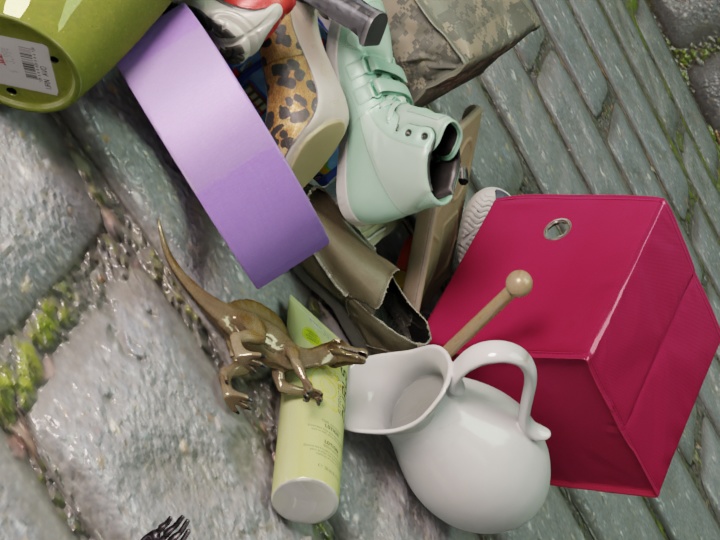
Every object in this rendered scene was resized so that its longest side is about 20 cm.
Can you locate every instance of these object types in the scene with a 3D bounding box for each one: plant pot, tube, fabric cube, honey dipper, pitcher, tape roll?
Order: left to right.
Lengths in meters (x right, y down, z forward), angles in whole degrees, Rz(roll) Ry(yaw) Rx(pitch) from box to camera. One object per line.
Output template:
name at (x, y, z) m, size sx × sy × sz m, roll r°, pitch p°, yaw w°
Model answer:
plant pot at (-0.194, -0.211, 0.918) m, size 0.187 × 0.186 × 0.201 m, roll 45°, pitch 47°, yaw -38°
tape roll at (-0.100, -0.088, 1.006) m, size 0.201 × 0.065 × 0.200 m, roll 59°, pitch -2°, yaw 4°
tube at (-0.037, 0.105, 1.094) m, size 0.201 × 0.051 × 0.058 m, roll -87°, pitch 179°, yaw -52°
honey dipper at (0.088, 0.056, 1.214) m, size 0.038 × 0.200 × 0.038 m, roll 17°, pitch 49°, yaw -21°
pitcher at (0.101, 0.137, 1.193) m, size 0.200 × 0.170 × 0.122 m, roll 45°, pitch 37°, yaw -38°
fabric cube at (0.200, 0.068, 1.332) m, size 0.200 × 0.195 × 0.201 m, roll -57°, pitch 132°, yaw -32°

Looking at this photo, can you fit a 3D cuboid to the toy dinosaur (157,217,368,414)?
toy dinosaur at (-0.085, 0.050, 1.049) m, size 0.199 × 0.058 × 0.102 m, roll 31°, pitch 31°, yaw -24°

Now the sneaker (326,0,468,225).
sneaker at (0.037, -0.143, 1.162) m, size 0.073 × 0.117 × 0.203 m, roll -1°, pitch 87°, yaw -50°

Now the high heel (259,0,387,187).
high heel at (-0.075, -0.156, 1.144) m, size 0.142 × 0.201 × 0.071 m, roll 35°, pitch 17°, yaw 23°

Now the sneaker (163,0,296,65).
sneaker at (-0.109, -0.218, 1.099) m, size 0.200 × 0.085 × 0.077 m, roll 38°, pitch -15°, yaw 51°

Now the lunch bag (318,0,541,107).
lunch bag at (0.048, -0.267, 1.321) m, size 0.201 × 0.117 × 0.164 m, roll 56°, pitch 40°, yaw -1°

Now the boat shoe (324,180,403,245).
boat shoe at (0.014, -0.065, 1.333) m, size 0.200 × 0.071 × 0.063 m, roll -32°, pitch 117°, yaw -58°

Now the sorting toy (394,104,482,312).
sorting toy at (0.071, -0.053, 1.364) m, size 0.200 × 0.036 × 0.187 m, roll -55°, pitch 157°, yaw -64°

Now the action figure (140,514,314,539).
action figure at (-0.058, 0.234, 0.880) m, size 0.200 × 0.102 × 0.119 m, roll 40°, pitch 24°, yaw -41°

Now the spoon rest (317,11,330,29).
spoon rest at (-0.009, -0.234, 1.397) m, size 0.060 × 0.100 × 0.202 m, roll 2°, pitch 63°, yaw -13°

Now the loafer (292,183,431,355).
loafer at (0.000, 0.000, 1.212) m, size 0.201 × 0.069 × 0.075 m, roll 54°, pitch 43°, yaw -27°

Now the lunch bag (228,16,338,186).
lunch bag at (-0.061, -0.204, 1.286) m, size 0.151 × 0.094 × 0.201 m, roll 45°, pitch 18°, yaw -42°

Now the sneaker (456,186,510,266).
sneaker at (0.143, -0.033, 1.505) m, size 0.130 × 0.079 × 0.200 m, roll -96°, pitch 167°, yaw -50°
